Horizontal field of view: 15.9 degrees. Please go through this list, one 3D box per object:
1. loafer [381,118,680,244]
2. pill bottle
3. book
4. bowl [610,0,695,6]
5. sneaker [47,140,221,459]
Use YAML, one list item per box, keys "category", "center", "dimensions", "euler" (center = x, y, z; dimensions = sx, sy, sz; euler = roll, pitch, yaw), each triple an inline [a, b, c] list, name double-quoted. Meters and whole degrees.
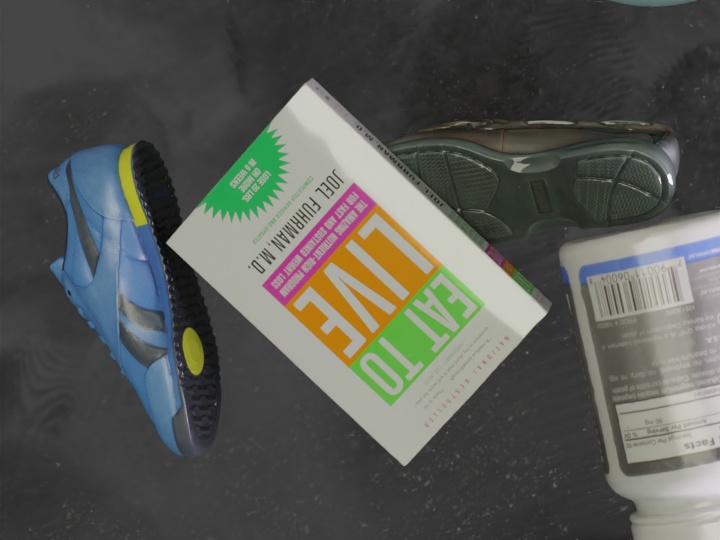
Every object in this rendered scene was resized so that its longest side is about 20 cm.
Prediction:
- category: "loafer"
  center: [0.098, -0.060, 1.572]
  dimensions: [0.199, 0.063, 0.072]
  euler: [0, 121, 19]
- category: "pill bottle"
  center: [0.192, 0.071, 1.534]
  dimensions: [0.113, 0.114, 0.201]
  euler: [-12, 92, 7]
- category: "book"
  center: [0.000, 0.000, 1.566]
  dimensions: [0.200, 0.048, 0.134]
  euler: [42, 107, -1]
- category: "bowl"
  center: [0.175, -0.259, 1.526]
  dimensions: [0.199, 0.105, 0.202]
  euler: [0, 94, 6]
- category: "sneaker"
  center: [-0.142, 0.022, 1.599]
  dimensions: [0.078, 0.066, 0.201]
  euler: [-15, 91, 18]
